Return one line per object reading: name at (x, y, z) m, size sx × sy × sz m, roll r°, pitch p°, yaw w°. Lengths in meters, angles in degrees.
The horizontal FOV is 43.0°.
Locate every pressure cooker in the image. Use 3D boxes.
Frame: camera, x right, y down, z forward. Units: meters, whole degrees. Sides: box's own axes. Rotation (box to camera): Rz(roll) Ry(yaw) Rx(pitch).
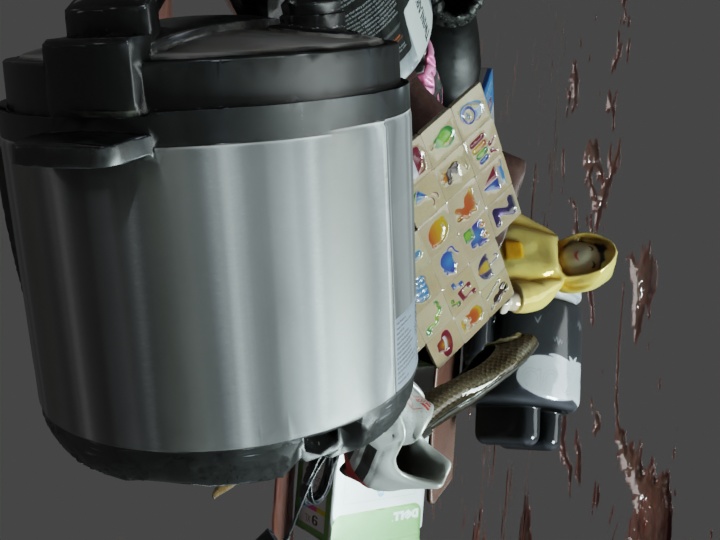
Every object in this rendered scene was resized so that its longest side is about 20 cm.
pressure cooker at (-0.060, -0.034, 0.393) m, size 0.176 × 0.177 × 0.202 m, roll -148°, pitch -128°, yaw -62°

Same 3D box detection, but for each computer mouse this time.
computer mouse at (-0.063, 0.190, 0.680) m, size 0.059 × 0.034 × 0.201 m, roll 82°, pitch 29°, yaw -42°

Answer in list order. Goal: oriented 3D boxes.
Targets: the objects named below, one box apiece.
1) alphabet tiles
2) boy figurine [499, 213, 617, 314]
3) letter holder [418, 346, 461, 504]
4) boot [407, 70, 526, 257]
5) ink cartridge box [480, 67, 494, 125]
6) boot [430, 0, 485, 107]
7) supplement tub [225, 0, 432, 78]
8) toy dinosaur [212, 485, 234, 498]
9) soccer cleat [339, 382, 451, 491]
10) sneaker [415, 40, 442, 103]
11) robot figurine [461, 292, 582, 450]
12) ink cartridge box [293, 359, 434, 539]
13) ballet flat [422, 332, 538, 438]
alphabet tiles at (0.065, -0.019, 0.723) m, size 0.167 × 0.008 × 0.201 m, roll -42°, pitch 132°, yaw -19°
boy figurine at (0.147, -0.010, 0.860) m, size 0.065 × 0.198 × 0.125 m, roll 107°, pitch -9°, yaw -50°
letter holder at (0.033, 0.127, 0.897) m, size 0.142 × 0.099 × 0.203 m, roll -25°, pitch 120°, yaw -68°
boot at (0.064, -0.119, 0.784) m, size 0.072 × 0.165 × 0.202 m, roll -175°, pitch -79°, yaw -80°
ink cartridge box at (0.110, -0.118, 1.088) m, size 0.201 × 0.083 × 0.147 m, roll 78°, pitch 25°, yaw -44°
boot at (0.091, -0.248, 0.901) m, size 0.158 × 0.079 × 0.213 m, roll -118°, pitch -165°, yaw -68°
supplement tub at (-0.031, -0.194, 0.538) m, size 0.200 × 0.121 × 0.124 m, roll 54°, pitch 45°, yaw -66°
toy dinosaur at (-0.062, 0.099, 0.681) m, size 0.106 × 0.060 × 0.202 m, roll 44°, pitch 46°, yaw -36°
soccer cleat at (0.004, 0.080, 0.618) m, size 0.069 × 0.084 × 0.201 m, roll -58°, pitch 138°, yaw -40°
sneaker at (0.048, -0.121, 0.872) m, size 0.095 × 0.078 × 0.202 m, roll 44°, pitch 52°, yaw -62°
robot figurine at (0.164, 0.080, 0.940) m, size 0.150 × 0.123 × 0.202 m, roll 80°, pitch 15°, yaw -76°
ink cartridge box at (0.002, 0.178, 0.801) m, size 0.103 × 0.059 × 0.203 m, roll 2°, pitch 94°, yaw -37°
ballet flat at (0.077, 0.099, 0.782) m, size 0.199 × 0.047 × 0.067 m, roll -30°, pitch 167°, yaw -30°
